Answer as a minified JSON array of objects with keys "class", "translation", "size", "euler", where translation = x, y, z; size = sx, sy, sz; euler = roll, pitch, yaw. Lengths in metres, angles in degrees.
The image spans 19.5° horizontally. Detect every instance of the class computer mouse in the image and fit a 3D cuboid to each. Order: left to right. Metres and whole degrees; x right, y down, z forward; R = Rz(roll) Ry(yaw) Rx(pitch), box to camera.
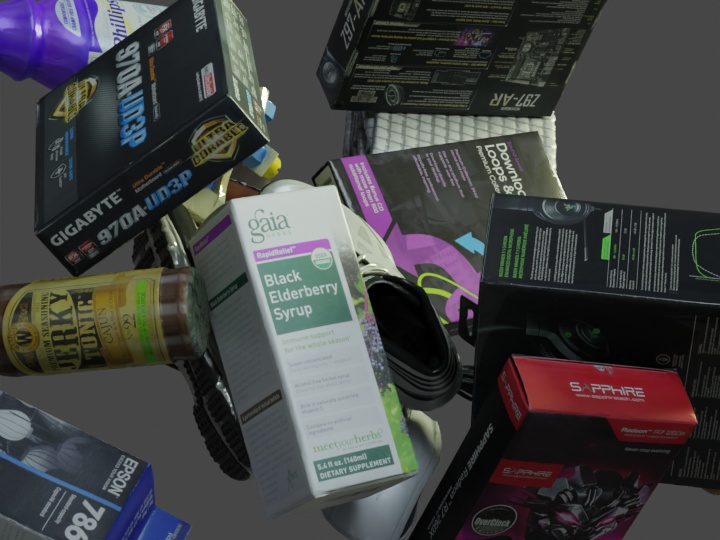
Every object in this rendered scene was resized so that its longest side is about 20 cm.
[{"class":"computer mouse","translation":[0.027,0.113,1.466],"size":[0.109,0.044,0.200],"euler":[24,38,-3]}]

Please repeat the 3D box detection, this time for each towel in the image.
[{"class":"towel","translation":[0.069,-0.109,1.714],"size":[0.165,0.086,0.200],"euler":[15,41,-11]}]

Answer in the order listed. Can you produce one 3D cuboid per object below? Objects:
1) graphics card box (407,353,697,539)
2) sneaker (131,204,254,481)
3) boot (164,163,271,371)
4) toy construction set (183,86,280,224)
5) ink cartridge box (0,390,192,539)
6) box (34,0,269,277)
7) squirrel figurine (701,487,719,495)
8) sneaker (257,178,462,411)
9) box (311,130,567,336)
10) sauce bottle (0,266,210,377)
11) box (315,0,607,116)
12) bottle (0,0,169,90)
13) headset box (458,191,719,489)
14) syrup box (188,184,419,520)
[{"class":"graphics card box","translation":[0.118,0.143,1.357],"size":[0.125,0.200,0.051],"euler":[6,42,-25]},{"class":"sneaker","translation":[-0.091,0.041,1.426],"size":[0.080,0.074,0.200],"euler":[-20,81,-29]},{"class":"boot","translation":[-0.057,0.011,1.519],"size":[0.188,0.069,0.200],"euler":[26,40,-5]},{"class":"toy construction set","translation":[-0.145,-0.084,1.514],"size":[0.092,0.131,0.200],"euler":[33,-9,-32]},{"class":"ink cartridge box","translation":[-0.205,0.136,1.317],"size":[0.200,0.039,0.100],"euler":[26,38,-1]},{"class":"box","translation":[-0.143,-0.099,1.401],"size":[0.046,0.159,0.200],"euler":[50,14,-28]},{"class":"squirrel figurine","translation":[0.288,0.076,1.526],"size":[0.186,0.200,0.142],"euler":[15,31,6]},{"class":"sneaker","translation":[0.000,0.000,1.431],"size":[0.076,0.115,0.201],"euler":[-39,77,-12]},{"class":"box","translation":[0.076,-0.026,1.564],"size":[0.200,0.036,0.143],"euler":[-10,70,-35]},{"class":"sauce bottle","translation":[-0.200,0.038,1.359],"size":[0.200,0.065,0.065],"euler":[-7,41,7]},{"class":"box","translation":[0.084,-0.193,1.623],"size":[0.200,0.160,0.044],"euler":[-1,47,-24]},{"class":"bottle","translation":[-0.218,-0.176,1.642],"size":[0.200,0.065,0.084],"euler":[5,44,-24]},{"class":"headset box","translation":[0.163,0.048,1.394],"size":[0.199,0.174,0.093],"euler":[5,43,6]},{"class":"syrup box","translation":[-0.039,0.052,1.358],"size":[0.079,0.081,0.200],"euler":[-10,77,-29]}]
